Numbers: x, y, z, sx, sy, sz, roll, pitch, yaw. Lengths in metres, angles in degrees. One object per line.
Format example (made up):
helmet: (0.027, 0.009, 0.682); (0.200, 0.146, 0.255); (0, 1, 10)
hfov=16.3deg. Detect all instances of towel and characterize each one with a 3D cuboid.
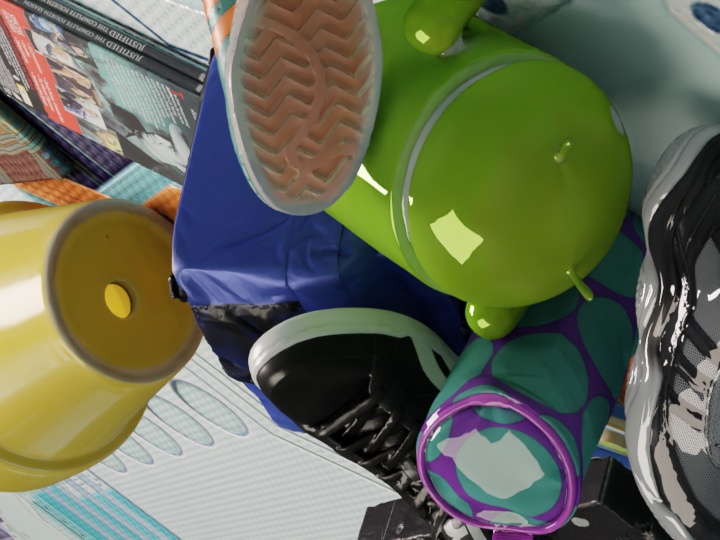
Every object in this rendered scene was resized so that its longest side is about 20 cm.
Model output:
towel: (-0.300, -0.126, 1.735); (0.200, 0.022, 0.146); (43, 160, -22)

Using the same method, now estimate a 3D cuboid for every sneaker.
sneaker: (0.034, 0.094, 1.243); (0.199, 0.073, 0.112); (23, -142, -44)
sneaker: (0.178, 0.040, 1.115); (0.114, 0.075, 0.201); (18, 113, 56)
sneaker: (-0.038, -0.124, 1.118); (0.071, 0.201, 0.080); (-5, -179, -16)

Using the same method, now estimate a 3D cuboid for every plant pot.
plant pot: (-0.208, 0.038, 1.741); (0.201, 0.201, 0.189); (41, 145, -19)

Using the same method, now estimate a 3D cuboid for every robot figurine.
robot figurine: (0.044, -0.055, 1.151); (0.200, 0.115, 0.176); (34, 144, 52)

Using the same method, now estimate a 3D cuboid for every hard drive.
hard drive: (0.112, 0.172, 1.499); (0.199, 0.038, 0.140); (-18, 133, 43)

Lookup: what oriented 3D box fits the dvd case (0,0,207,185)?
dvd case: (-0.152, -0.111, 1.528); (0.199, 0.022, 0.146); (28, 160, 21)

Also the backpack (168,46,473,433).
backpack: (0.000, 0.000, 1.329); (0.167, 0.163, 0.200); (5, 149, 18)

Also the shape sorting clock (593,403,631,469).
shape sorting clock: (0.139, 0.105, 1.477); (0.199, 0.039, 0.200); (17, 172, 2)

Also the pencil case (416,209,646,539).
pencil case: (0.095, 0.046, 1.231); (0.085, 0.200, 0.093); (6, 122, 20)
